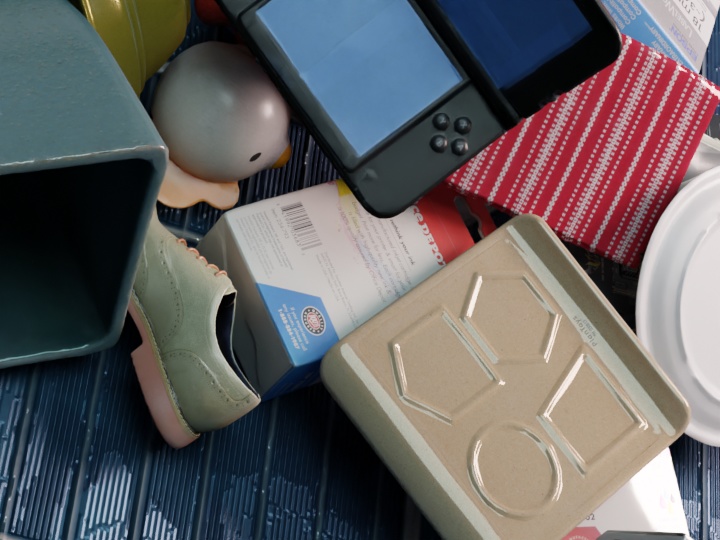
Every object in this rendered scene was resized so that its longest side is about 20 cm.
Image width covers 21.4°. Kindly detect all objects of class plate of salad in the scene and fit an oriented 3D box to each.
[{"bbox_3d":[0.262,0.024,1.359,0.198,0.048,0.203,-3,95,-35],"label":"plate of salad"}]

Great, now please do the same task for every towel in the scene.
[{"bbox_3d":[0.138,-0.101,1.306,0.198,0.022,0.146,23,96,-21],"label":"towel"}]

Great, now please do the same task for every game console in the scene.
[{"bbox_3d":[0.028,-0.159,1.164,0.172,0.119,0.201,-37,94,-9],"label":"game console"}]

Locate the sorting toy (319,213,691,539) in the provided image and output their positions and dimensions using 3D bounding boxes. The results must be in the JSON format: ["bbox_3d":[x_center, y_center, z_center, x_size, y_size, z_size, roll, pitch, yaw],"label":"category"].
[{"bbox_3d":[0.095,0.082,1.247,0.199,0.037,0.186,-35,82,-29],"label":"sorting toy"}]

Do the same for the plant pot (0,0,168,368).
[{"bbox_3d":[-0.249,-0.074,1.139,0.194,0.197,0.201,-8,56,-25],"label":"plant pot"}]

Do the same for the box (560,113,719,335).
[{"bbox_3d":[0.212,-0.039,1.441,0.156,0.051,0.202,13,59,-21],"label":"box"}]

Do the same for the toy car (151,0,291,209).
[{"bbox_3d":[-0.065,-0.117,1.300,0.176,0.184,0.201,36,83,-6],"label":"toy car"}]

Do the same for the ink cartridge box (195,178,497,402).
[{"bbox_3d":[0.000,0.000,1.300,0.199,0.067,0.117,-17,73,-33],"label":"ink cartridge box"}]

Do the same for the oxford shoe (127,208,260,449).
[{"bbox_3d":[-0.116,0.008,1.221,0.073,0.071,0.202,-20,79,9],"label":"oxford shoe"}]

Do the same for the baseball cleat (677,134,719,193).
[{"bbox_3d":[0.230,-0.060,1.392,0.199,0.070,0.107,28,96,-21],"label":"baseball cleat"}]

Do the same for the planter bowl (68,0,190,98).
[{"bbox_3d":[-0.162,-0.188,1.230,0.083,0.201,0.202,-19,73,-16],"label":"planter bowl"}]

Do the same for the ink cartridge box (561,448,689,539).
[{"bbox_3d":[0.147,0.126,1.306,0.115,0.068,0.202,1,64,-26],"label":"ink cartridge box"}]

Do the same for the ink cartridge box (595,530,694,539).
[{"bbox_3d":[0.215,0.276,1.201,0.200,0.086,0.147,38,66,-25],"label":"ink cartridge box"}]

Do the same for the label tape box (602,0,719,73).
[{"bbox_3d":[0.195,-0.201,1.431,0.144,0.063,0.201,47,39,-17],"label":"label tape box"}]
